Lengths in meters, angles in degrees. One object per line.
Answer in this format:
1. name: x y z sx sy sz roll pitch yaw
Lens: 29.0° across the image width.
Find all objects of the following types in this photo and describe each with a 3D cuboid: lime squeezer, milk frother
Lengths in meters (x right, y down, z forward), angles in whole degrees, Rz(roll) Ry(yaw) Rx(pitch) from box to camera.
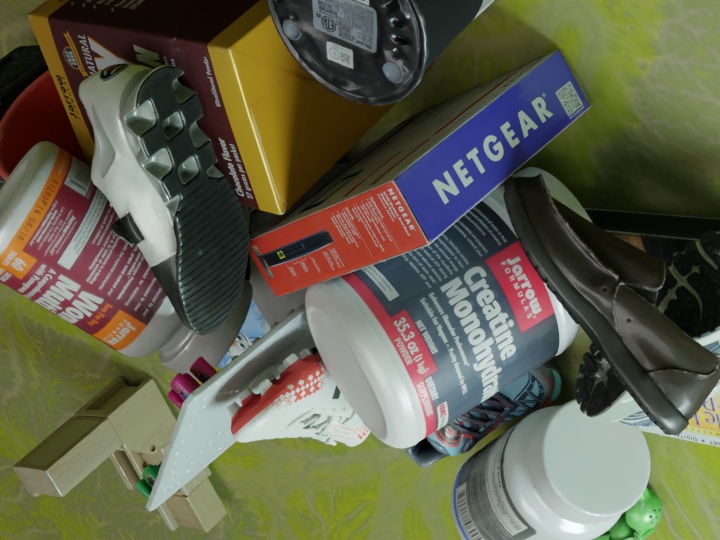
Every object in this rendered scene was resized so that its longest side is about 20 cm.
1. lime squeezer: 0.228 0.213 1.232 0.070 0.038 0.201 31 144 18
2. milk frother: 0.026 -0.242 0.837 0.180 0.188 0.201 36 144 9

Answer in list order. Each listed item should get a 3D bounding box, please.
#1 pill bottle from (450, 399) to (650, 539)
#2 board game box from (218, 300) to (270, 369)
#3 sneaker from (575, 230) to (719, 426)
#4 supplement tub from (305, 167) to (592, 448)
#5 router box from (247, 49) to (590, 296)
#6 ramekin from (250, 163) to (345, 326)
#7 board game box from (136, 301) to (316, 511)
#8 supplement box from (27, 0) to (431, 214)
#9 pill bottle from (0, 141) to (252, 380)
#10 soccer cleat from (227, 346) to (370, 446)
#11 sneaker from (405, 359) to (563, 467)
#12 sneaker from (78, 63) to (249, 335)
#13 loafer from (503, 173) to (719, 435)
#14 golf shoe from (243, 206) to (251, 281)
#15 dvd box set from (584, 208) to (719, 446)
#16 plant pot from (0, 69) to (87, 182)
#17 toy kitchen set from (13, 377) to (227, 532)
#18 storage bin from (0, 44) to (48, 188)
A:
1. pill bottle: 0.159 0.180 1.180 0.114 0.114 0.200 42 153 2
2. board game box: -0.080 0.069 1.386 0.199 0.043 0.200 -4 124 47
3. sneaker: 0.242 0.043 0.979 0.086 0.078 0.200 20 136 -28
4. supplement tub: 0.072 0.025 1.025 0.141 0.199 0.141 54 165 22
5. router box: 0.039 -0.068 0.989 0.179 0.200 0.049 -18 107 52
6. ramekin: 0.000 0.000 1.192 0.201 0.094 0.204 27 141 24
7. board game box: -0.090 0.086 1.114 0.026 0.200 0.201 43 145 12
8. supplement box: -0.091 -0.167 1.022 0.198 0.197 0.134 15 137 35
9. pill bottle: -0.188 -0.002 1.070 0.199 0.110 0.109 33 149 -21
10. soccer cleat: -0.031 0.105 1.088 0.068 0.200 0.086 -36 85 26
11. sneaker: 0.102 0.124 1.215 0.079 0.096 0.200 43 145 -1
12. sneaker: -0.138 -0.051 0.959 0.088 0.074 0.202 11 126 38
13. loafer: 0.169 0.011 0.923 0.201 0.071 0.073 54 -175 7
14. golf shoe: -0.116 -0.043 1.150 0.076 0.088 0.202 15 128 3
15. dvd box set: 0.245 0.048 1.052 0.145 0.029 0.202 9 131 40
16. plant pot: -0.200 -0.078 1.244 0.199 0.201 0.178 15 145 35
17. toy kitchen set: -0.307 0.260 1.688 0.162 0.180 0.201 -4 119 48
18. storage bin: -0.291 -0.104 1.337 0.093 0.135 0.201 6 131 43
